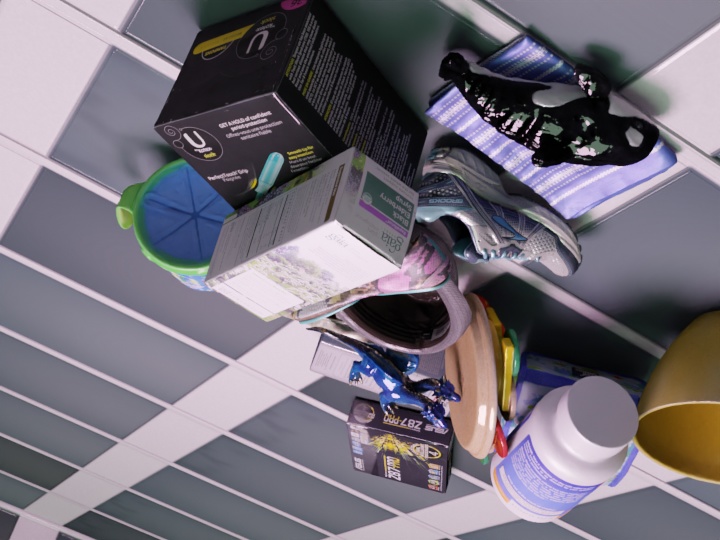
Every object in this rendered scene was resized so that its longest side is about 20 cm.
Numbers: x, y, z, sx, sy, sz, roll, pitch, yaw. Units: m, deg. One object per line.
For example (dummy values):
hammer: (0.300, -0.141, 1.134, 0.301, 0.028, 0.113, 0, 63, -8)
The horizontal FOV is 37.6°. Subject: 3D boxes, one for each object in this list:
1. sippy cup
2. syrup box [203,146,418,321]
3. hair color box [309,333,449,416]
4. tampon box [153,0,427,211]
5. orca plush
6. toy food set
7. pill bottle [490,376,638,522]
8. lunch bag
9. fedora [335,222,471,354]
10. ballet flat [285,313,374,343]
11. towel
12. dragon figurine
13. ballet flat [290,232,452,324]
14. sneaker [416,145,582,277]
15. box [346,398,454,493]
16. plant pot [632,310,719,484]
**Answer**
sippy cup: (-0.179, -0.040, 1.202, 0.178, 0.139, 0.130, 52, 168, 17)
syrup box: (-0.047, -0.027, 0.939, 0.079, 0.082, 0.200, 33, 144, -29)
hair color box: (0.040, 0.121, 1.410, 0.199, 0.061, 0.099, 19, 150, -2)
tampon box: (-0.059, -0.130, 0.984, 0.149, 0.127, 0.200, -8, 140, 35)
orca plush: (0.158, -0.126, 0.904, 0.199, 0.071, 0.105, 27, 145, -15)
toy food set: (0.140, 0.127, 1.245, 0.048, 0.198, 0.201, -2, 115, -8)
pill bottle: (0.228, 0.197, 1.175, 0.111, 0.113, 0.200, 20, 146, -4)
lunch bag: (0.266, 0.178, 1.325, 0.169, 0.128, 0.200, 13, 159, 7)
fedora: (0.043, 0.004, 1.185, 0.176, 0.091, 0.200, -15, 130, 40)
ballet flat: (-0.044, 0.041, 1.321, 0.199, 0.068, 0.063, 13, 140, 7)
towel: (0.175, -0.125, 0.977, 0.199, 0.024, 0.145, 32, 146, -23)
dragon figurine: (0.032, 0.111, 1.261, 0.200, 0.059, 0.099, 46, 146, 4)
ballet flat: (0.000, 0.000, 1.079, 0.199, 0.069, 0.071, -16, 112, 36)
sneaker: (0.133, -0.037, 1.066, 0.199, 0.087, 0.078, 32, 165, -18)
box: (0.065, 0.278, 1.666, 0.160, 0.049, 0.200, 14, 150, 11)
plant pot: (0.405, 0.129, 1.156, 0.199, 0.143, 0.200, 13, 150, 8)
